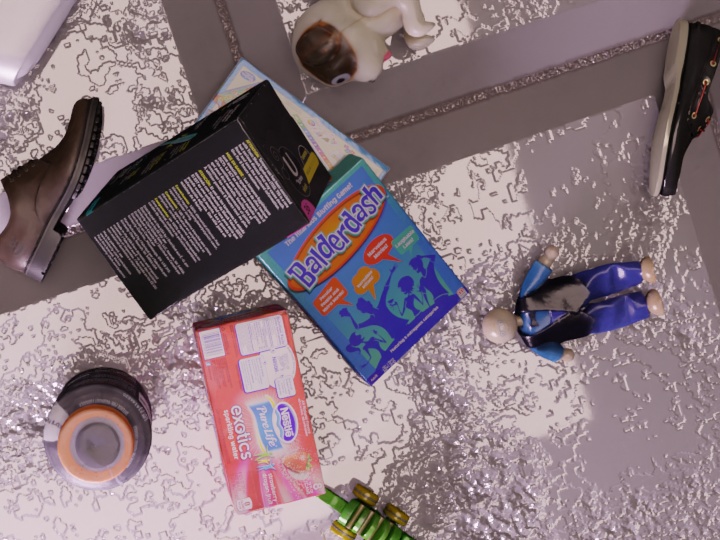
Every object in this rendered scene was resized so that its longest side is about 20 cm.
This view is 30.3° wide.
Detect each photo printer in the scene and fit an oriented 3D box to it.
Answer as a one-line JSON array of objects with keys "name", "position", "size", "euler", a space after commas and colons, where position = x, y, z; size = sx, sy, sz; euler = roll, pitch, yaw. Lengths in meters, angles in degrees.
[{"name": "photo printer", "position": [-0.376, -0.302, 1.362], "size": [0.166, 0.069, 0.200], "euler": [32, 87, -9]}]

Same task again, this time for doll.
[{"name": "doll", "position": [0.231, 0.037, 1.484], "size": [0.199, 0.048, 0.137], "euler": [-16, 104, -2]}]

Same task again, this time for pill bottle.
[{"name": "pill bottle", "position": [-0.262, 0.159, 1.335], "size": [0.106, 0.200, 0.107], "euler": [0, 92, -9]}]

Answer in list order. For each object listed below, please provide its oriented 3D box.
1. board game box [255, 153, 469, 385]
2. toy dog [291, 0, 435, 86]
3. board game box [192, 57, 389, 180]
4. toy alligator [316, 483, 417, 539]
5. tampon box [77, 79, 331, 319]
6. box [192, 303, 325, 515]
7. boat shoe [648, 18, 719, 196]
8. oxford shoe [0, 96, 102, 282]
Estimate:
[{"name": "board game box", "position": [0.000, 0.000, 1.422], "size": [0.152, 0.045, 0.200], "euler": [-44, 112, -7]}, {"name": "toy dog", "position": [-0.004, -0.290, 1.390], "size": [0.193, 0.140, 0.201], "euler": [19, 91, -9]}, {"name": "board game box", "position": [-0.087, -0.115, 1.434], "size": [0.200, 0.034, 0.135], "euler": [37, 87, -9]}, {"name": "toy alligator", "position": [0.035, 0.294, 1.461], "size": [0.200, 0.054, 0.059], "euler": [34, 87, -9]}, {"name": "tampon box", "position": [-0.151, -0.073, 1.330], "size": [0.200, 0.150, 0.126], "euler": [-29, 106, 18]}, {"name": "box", "position": [-0.108, 0.144, 1.411], "size": [0.102, 0.095, 0.201], "euler": [-13, 95, -8]}, {"name": "boat shoe", "position": [0.364, -0.178, 1.483], "size": [0.063, 0.074, 0.202], "euler": [13, 86, -1]}, {"name": "oxford shoe", "position": [-0.327, -0.095, 1.379], "size": [0.084, 0.073, 0.201], "euler": [25, 88, -7]}]
